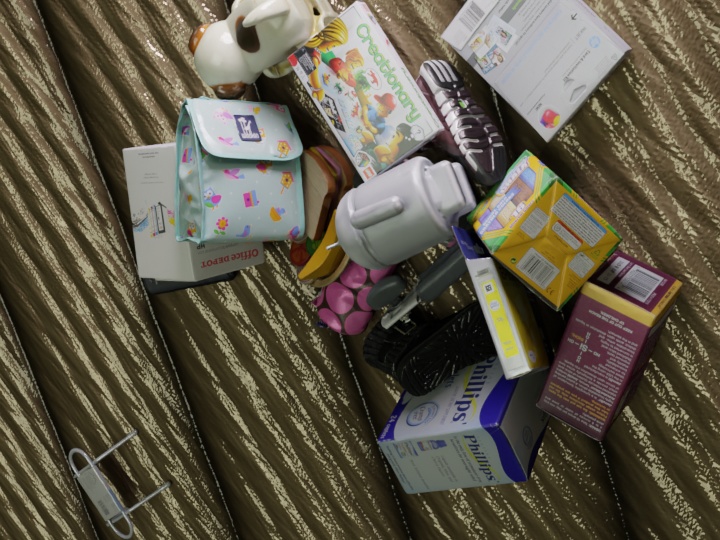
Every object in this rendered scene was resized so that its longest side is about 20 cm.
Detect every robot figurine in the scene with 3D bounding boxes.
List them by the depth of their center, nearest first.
[{"bbox_3d":[0.049,-0.073,1.385,0.198,0.169,0.114,-25,78,23],"label":"robot figurine"}]

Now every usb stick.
[{"bbox_3d":[-0.288,0.003,1.783,0.198,0.033,0.056,-10,101,34],"label":"usb stick"}]

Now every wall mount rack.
[{"bbox_3d":[-0.459,0.400,2.021,0.173,0.074,0.201,-35,89,39],"label":"wall mount rack"}]

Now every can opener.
[{"bbox_3d":[0.090,0.013,1.493,0.199,0.053,0.066,-37,112,28],"label":"can opener"}]

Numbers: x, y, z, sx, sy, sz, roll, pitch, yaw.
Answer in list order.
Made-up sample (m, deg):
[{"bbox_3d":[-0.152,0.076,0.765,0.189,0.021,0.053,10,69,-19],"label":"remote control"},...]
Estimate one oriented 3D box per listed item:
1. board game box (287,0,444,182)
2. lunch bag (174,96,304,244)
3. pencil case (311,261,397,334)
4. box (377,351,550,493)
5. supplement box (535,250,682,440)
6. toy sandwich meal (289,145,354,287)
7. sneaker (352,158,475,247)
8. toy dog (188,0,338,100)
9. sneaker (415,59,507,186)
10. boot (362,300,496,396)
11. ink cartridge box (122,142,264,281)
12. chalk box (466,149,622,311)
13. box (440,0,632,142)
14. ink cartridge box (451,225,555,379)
[{"bbox_3d":[0.006,-0.234,1.403,0.126,0.035,0.201,-34,87,23],"label":"board game box"},{"bbox_3d":[-0.173,-0.142,1.504,0.121,0.168,0.203,7,98,59],"label":"lunch bag"},{"bbox_3d":[0.000,0.000,1.580,0.093,0.091,0.201,37,121,17],"label":"pencil case"},{"bbox_3d":[0.153,0.207,1.495,0.198,0.184,0.106,-14,117,33],"label":"box"},{"bbox_3d":[0.326,0.097,1.395,0.102,0.131,0.202,27,120,21],"label":"supplement box"},{"bbox_3d":[-0.068,-0.076,1.552,0.204,0.070,0.208,-12,76,54],"label":"toy sandwich meal"},{"bbox_3d":[0.090,-0.114,1.489,0.199,0.087,0.081,32,128,-9],"label":"sneaker"},{"bbox_3d":[-0.141,-0.320,1.481,0.199,0.194,0.140,-27,106,29],"label":"toy dog"},{"bbox_3d":[0.118,-0.176,1.439,0.116,0.075,0.202,-48,57,44],"label":"sneaker"},{"bbox_3d":[0.112,0.090,1.544,0.080,0.209,0.158,66,168,-19],"label":"boot"},{"bbox_3d":[-0.253,-0.096,1.622,0.144,0.146,0.203,2,103,44],"label":"ink cartridge box"},{"bbox_3d":[0.227,-0.061,1.363,0.124,0.200,0.124,38,102,-17],"label":"chalk box"},{"bbox_3d":[0.222,-0.291,1.360,0.200,0.041,0.156,46,125,9],"label":"box"},{"bbox_3d":[0.193,0.037,1.383,0.046,0.197,0.203,-19,81,19],"label":"ink cartridge box"}]
